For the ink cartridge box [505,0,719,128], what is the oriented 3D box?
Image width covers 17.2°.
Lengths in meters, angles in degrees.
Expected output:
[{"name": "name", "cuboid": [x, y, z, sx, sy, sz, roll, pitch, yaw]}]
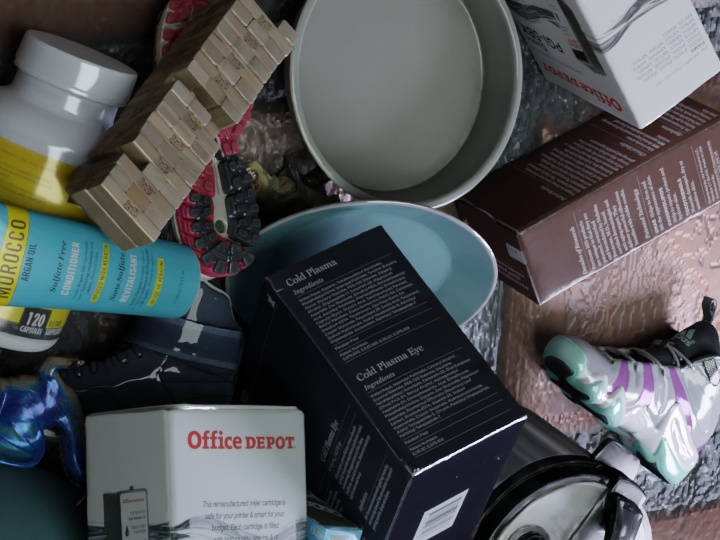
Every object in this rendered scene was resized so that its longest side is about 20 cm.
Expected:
[{"name": "ink cartridge box", "cuboid": [0.160, -0.217, 1.730, 0.083, 0.147, 0.200, -38, 121, -10]}]

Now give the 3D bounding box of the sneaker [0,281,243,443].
[{"name": "sneaker", "cuboid": [-0.181, 0.056, 1.697, 0.202, 0.077, 0.146, 12, 91, -19]}]

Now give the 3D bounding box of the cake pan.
[{"name": "cake pan", "cuboid": [0.027, -0.142, 1.725, 0.200, 0.037, 0.200, -2, 94, -32]}]

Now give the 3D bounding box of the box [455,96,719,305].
[{"name": "box", "cuboid": [0.185, -0.061, 1.833, 0.200, 0.100, 0.075, -27, 120, -17]}]

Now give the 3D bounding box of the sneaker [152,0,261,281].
[{"name": "sneaker", "cuboid": [-0.123, -0.092, 1.650, 0.081, 0.075, 0.200, 5, 79, -42]}]

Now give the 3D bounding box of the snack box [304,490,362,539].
[{"name": "snack box", "cuboid": [-0.083, 0.199, 1.726, 0.037, 0.200, 0.116, 7, 105, -39]}]

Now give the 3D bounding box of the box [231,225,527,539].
[{"name": "box", "cuboid": [0.006, 0.105, 1.697, 0.104, 0.182, 0.200, -26, 155, -27]}]

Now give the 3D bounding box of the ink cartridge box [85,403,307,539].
[{"name": "ink cartridge box", "cuboid": [-0.108, 0.192, 1.604, 0.147, 0.083, 0.200, 7, 80, -52]}]

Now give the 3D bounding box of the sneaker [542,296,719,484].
[{"name": "sneaker", "cuboid": [0.239, 0.071, 1.935, 0.140, 0.078, 0.200, -51, 133, -4]}]

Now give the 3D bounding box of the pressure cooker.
[{"name": "pressure cooker", "cuboid": [0.125, 0.211, 1.846, 0.179, 0.200, 0.176, -12, 114, -25]}]

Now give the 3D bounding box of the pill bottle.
[{"name": "pill bottle", "cuboid": [-0.223, -0.055, 1.604, 0.112, 0.112, 0.200, 17, 101, -33]}]

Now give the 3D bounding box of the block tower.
[{"name": "block tower", "cuboid": [-0.119, -0.102, 1.569, 0.058, 0.054, 0.200, 49, 53, -21]}]

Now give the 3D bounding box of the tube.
[{"name": "tube", "cuboid": [-0.197, -0.005, 1.545, 0.200, 0.050, 0.077, 8, 93, -41]}]

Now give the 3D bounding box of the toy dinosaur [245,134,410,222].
[{"name": "toy dinosaur", "cuboid": [-0.019, -0.050, 1.763, 0.088, 0.047, 0.200, -50, 128, 2]}]

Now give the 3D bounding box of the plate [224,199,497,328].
[{"name": "plate", "cuboid": [0.000, 0.000, 1.745, 0.200, 0.026, 0.200, -3, 145, -2]}]

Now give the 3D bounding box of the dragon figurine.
[{"name": "dragon figurine", "cuboid": [-0.242, 0.103, 1.613, 0.200, 0.059, 0.100, 7, 89, -16]}]

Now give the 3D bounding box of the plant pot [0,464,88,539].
[{"name": "plant pot", "cuboid": [-0.236, 0.249, 1.627, 0.200, 0.135, 0.200, -11, 113, -26]}]
